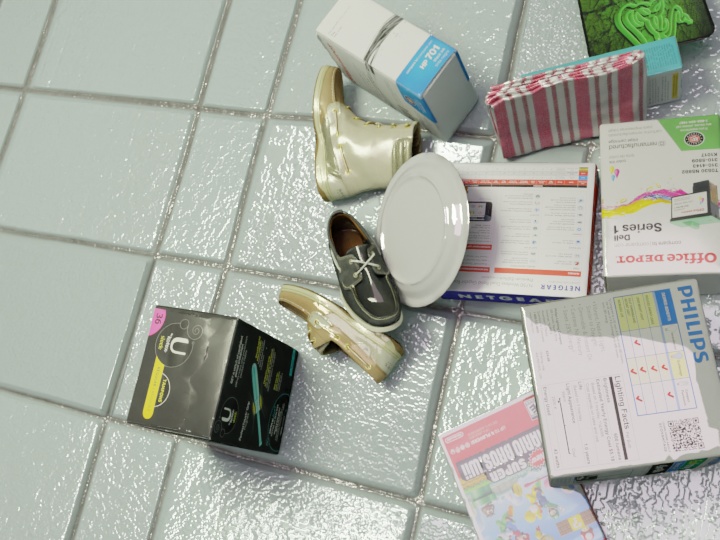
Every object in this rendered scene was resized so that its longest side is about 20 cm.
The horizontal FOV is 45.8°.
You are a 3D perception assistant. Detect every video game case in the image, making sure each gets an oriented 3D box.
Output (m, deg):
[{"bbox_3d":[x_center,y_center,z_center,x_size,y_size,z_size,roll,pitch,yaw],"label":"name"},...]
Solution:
[{"bbox_3d":[0.195,0.267,1.045,0.142,0.017,0.202,-26,68,10],"label":"video game case"}]

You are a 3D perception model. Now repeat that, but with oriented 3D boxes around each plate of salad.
[{"bbox_3d":[0.084,-0.053,1.120,0.199,0.048,0.203,-9,79,56],"label":"plate of salad"}]

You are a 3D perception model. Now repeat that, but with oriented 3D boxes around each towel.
[{"bbox_3d":[0.267,-0.205,1.090,0.197,0.146,0.030,-11,63,15],"label":"towel"}]

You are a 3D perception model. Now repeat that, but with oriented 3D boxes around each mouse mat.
[{"bbox_3d":[0.376,-0.368,1.152,0.159,0.008,0.202,-11,57,16],"label":"mouse mat"}]

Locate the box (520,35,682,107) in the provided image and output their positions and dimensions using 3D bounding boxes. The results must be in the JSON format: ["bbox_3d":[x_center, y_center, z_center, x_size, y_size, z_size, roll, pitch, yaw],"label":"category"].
[{"bbox_3d":[0.316,-0.241,1.120,0.197,0.082,0.050,-11,69,16],"label":"box"}]

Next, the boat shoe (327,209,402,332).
[{"bbox_3d":[0.000,0.000,1.133,0.071,0.068,0.201,-18,47,-8],"label":"boat shoe"}]

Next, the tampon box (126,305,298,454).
[{"bbox_3d":[-0.186,0.148,1.115,0.125,0.200,0.152,6,75,21],"label":"tampon box"}]

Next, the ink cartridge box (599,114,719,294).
[{"bbox_3d":[0.371,-0.078,1.050,0.143,0.084,0.203,-2,74,19],"label":"ink cartridge box"}]

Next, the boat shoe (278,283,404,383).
[{"bbox_3d":[-0.038,0.084,1.152,0.199,0.074,0.067,27,79,24],"label":"boat shoe"}]

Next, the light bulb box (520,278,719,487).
[{"bbox_3d":[0.299,0.133,0.981,0.197,0.125,0.201,-9,71,10],"label":"light bulb box"}]

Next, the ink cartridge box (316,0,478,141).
[{"bbox_3d":[0.053,-0.285,1.190,0.199,0.146,0.086,39,90,25],"label":"ink cartridge box"}]

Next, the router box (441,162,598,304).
[{"bbox_3d":[0.205,-0.050,1.119,0.197,0.049,0.182,3,75,20],"label":"router box"}]

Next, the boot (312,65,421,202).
[{"bbox_3d":[0.011,-0.205,1.222,0.153,0.072,0.203,-6,79,19],"label":"boot"}]
